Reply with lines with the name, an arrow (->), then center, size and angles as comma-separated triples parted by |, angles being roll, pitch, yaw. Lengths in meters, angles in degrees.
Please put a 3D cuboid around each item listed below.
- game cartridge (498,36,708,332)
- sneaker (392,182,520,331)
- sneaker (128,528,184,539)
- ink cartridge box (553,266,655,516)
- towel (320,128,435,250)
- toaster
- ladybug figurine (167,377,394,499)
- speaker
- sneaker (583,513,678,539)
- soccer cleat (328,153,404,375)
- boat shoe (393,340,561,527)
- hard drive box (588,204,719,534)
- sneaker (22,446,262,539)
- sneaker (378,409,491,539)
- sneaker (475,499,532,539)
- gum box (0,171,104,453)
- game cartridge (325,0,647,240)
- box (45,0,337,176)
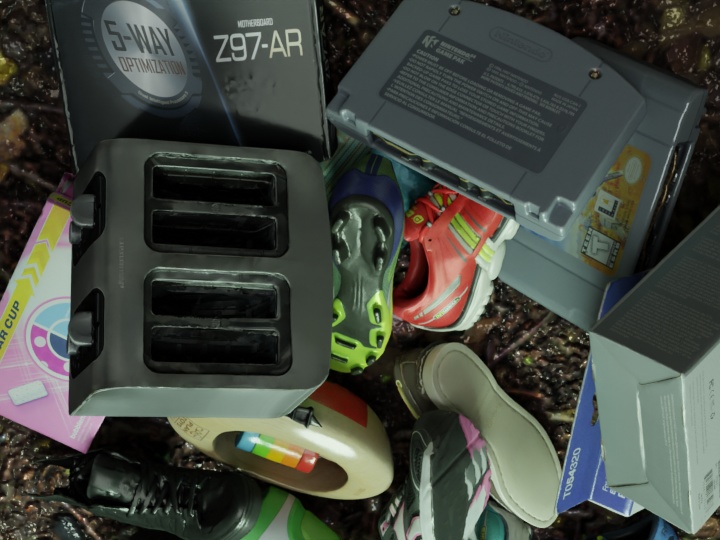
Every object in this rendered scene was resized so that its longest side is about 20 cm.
game cartridge -> 0.168, -0.061, 0.953 | 0.133, 0.041, 0.202 | 30, 117, 34
sneaker -> 0.070, -0.042, 0.965 | 0.084, 0.077, 0.202 | 5, 115, -20
sneaker -> -0.123, 0.311, 1.134 | 0.198, 0.084, 0.122 | 18, 113, -7
ink cartridge box -> 0.239, 0.085, 0.985 | 0.043, 0.199, 0.198 | 27, 120, 37
towel -> -0.051, -0.068, 1.009 | 0.200, 0.022, 0.147 | 39, 107, -11
toaster -> -0.110, 0.013, 0.918 | 0.198, 0.119, 0.183 | 3, 75, -18
ladybug figurine -> -0.062, 0.122, 1.044 | 0.199, 0.072, 0.136 | 23, 147, -14
speaker -> -0.021, 0.270, 1.070 | 0.200, 0.088, 0.089 | 40, 109, -3
sneaker -> 0.180, 0.269, 1.107 | 0.199, 0.066, 0.079 | -26, 117, 0
soccer cleat -> 0.001, 0.000, 0.982 | 0.064, 0.084, 0.201 | 13, 136, 4
boat shoe -> 0.099, 0.137, 1.067 | 0.059, 0.072, 0.200 | -4, 133, 49
hard drive box -> 0.252, 0.053, 0.890 | 0.200, 0.076, 0.157 | -38, 134, -27
sneaker -> -0.179, 0.181, 1.050 | 0.199, 0.061, 0.104 | -6, 155, 45
sneaker -> 0.049, 0.198, 1.036 | 0.086, 0.080, 0.202 | 19, 125, 34
sneaker -> 0.076, 0.284, 1.135 | 0.079, 0.077, 0.201 | 32, 106, 9
gum box -> -0.225, 0.032, 1.029 | 0.113, 0.066, 0.201 | 26, 111, -11
game cartridge -> 0.091, -0.117, 0.904 | 0.199, 0.041, 0.134 | 30, 76, 23
box -> -0.122, -0.156, 0.947 | 0.198, 0.044, 0.162 | -2, 108, 8
